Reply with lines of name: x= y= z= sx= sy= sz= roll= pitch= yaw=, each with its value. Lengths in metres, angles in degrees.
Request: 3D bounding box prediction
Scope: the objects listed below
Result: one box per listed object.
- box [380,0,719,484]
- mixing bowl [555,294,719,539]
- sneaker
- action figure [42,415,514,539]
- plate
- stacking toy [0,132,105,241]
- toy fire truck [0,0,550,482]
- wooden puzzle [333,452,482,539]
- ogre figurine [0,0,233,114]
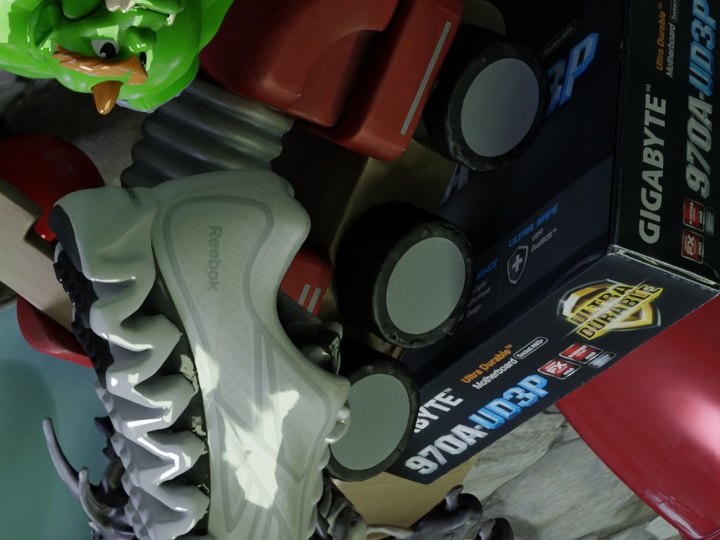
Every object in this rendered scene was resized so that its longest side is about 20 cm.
box: x=0.061 y=-0.030 z=0.957 sx=0.046 sy=0.159 sz=0.200 roll=19 pitch=150 yaw=-21
mixing bowl: x=0.126 y=-0.006 z=1.023 sx=0.200 sy=0.108 sz=0.200 roll=-62 pitch=-174 yaw=11
sneaker: x=-0.037 y=0.059 z=0.844 sx=0.081 sy=0.075 sz=0.200 roll=-18 pitch=120 yaw=-13
action figure: x=-0.036 y=0.112 z=0.987 sx=0.200 sy=0.119 sz=0.102 roll=14 pitch=101 yaw=-35
plate: x=-0.144 y=0.096 z=0.962 sx=0.200 sy=0.026 sz=0.200 roll=-47 pitch=148 yaw=-43
stacking toy: x=-0.177 y=0.008 z=0.926 sx=0.200 sy=0.085 sz=0.085 roll=-23 pitch=159 yaw=-19
toy fire truck: x=-0.067 y=-0.039 z=0.885 sx=0.200 sy=0.129 sz=0.176 roll=19 pitch=96 yaw=-44
wooden puzzle: x=0.053 y=0.027 z=1.168 sx=0.200 sy=0.037 sz=0.185 roll=-60 pitch=162 yaw=9
ogre figurine: x=-0.078 y=-0.108 z=0.725 sx=0.120 sy=0.098 sz=0.200 roll=-69 pitch=163 yaw=7
